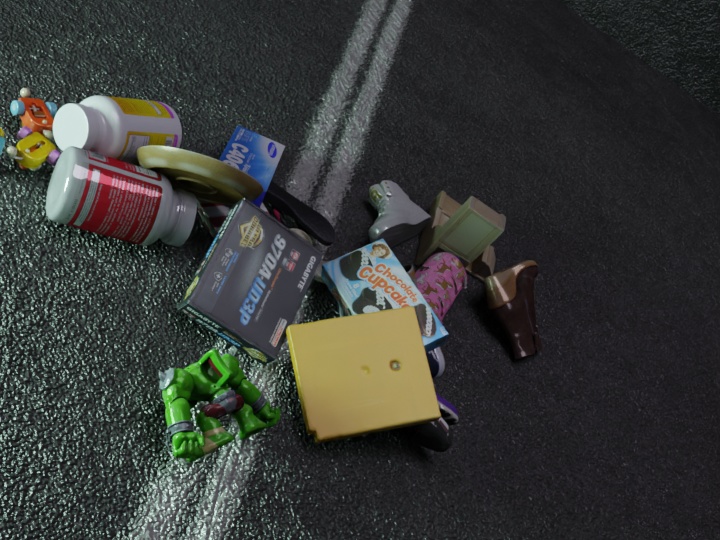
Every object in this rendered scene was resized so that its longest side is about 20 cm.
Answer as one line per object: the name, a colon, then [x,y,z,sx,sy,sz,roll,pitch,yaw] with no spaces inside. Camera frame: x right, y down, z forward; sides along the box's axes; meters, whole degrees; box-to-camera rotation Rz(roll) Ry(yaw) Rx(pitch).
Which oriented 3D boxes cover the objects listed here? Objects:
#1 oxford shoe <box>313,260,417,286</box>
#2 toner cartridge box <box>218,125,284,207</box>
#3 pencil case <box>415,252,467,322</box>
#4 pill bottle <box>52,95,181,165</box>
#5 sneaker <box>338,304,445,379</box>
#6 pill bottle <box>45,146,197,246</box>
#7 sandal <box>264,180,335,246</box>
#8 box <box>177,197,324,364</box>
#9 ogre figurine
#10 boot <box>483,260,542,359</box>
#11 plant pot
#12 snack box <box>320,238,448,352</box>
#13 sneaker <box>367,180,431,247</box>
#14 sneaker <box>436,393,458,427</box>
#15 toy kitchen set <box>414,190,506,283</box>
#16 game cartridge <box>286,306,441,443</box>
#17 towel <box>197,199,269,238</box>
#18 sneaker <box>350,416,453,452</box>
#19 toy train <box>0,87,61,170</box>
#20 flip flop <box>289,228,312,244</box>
oxford shoe: [0.000,0.000,1.673,0.199,0.058,0.075,10,20,0]
toner cartridge box: [-0.194,-0.177,1.726,0.095,0.043,0.200,24,29,-8]
pencil case: [0.126,0.043,1.786,0.083,0.086,0.200,66,32,-18]
pill bottle: [-0.375,-0.215,1.559,0.104,0.104,0.200,52,25,16]
sneaker: [0.044,0.108,1.649,0.200,0.070,0.108,48,31,22]
pill bottle: [-0.348,-0.101,1.485,0.199,0.112,0.113,17,42,-29]
sandal: [-0.121,-0.098,1.751,0.200,0.045,0.075,38,20,22]
box: [-0.161,0.016,1.513,0.159,0.046,0.200,36,57,-19]
ogre figurine: [-0.193,0.174,1.347,0.200,0.098,0.120,-19,76,-38]
boot: [0.308,0.074,1.934,0.200,0.072,0.167,-20,87,-55]
plant pot: [-0.247,-0.139,1.542,0.199,0.200,0.028,20,78,-26]
snack box: [0.036,0.053,1.588,0.116,0.037,0.200,-24,64,-21]
sneaker: [0.043,-0.107,1.886,0.116,0.074,0.200,47,27,12]
sneaker: [0.079,0.171,1.592,0.200,0.081,0.083,40,53,-1]
toy kitchen set: [0.231,-0.079,1.924,0.163,0.180,0.200,32,40,-12]
game cartridge: [0.004,0.151,1.485,0.199,0.032,0.177,-8,71,-14]
towel: [-0.194,-0.070,1.670,0.144,0.023,0.200,-11,61,-50]
sneaker: [0.036,0.235,1.521,0.200,0.076,0.116,34,43,6]
toy train: [-0.525,-0.200,1.485,0.200,0.056,0.150,-12,59,-51]
flip flop: [-0.141,-0.037,1.615,0.200,0.058,0.081,-20,68,-50]
